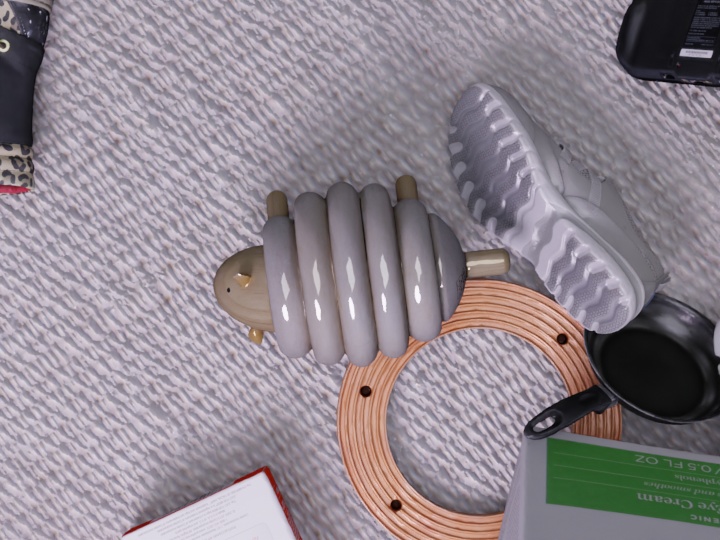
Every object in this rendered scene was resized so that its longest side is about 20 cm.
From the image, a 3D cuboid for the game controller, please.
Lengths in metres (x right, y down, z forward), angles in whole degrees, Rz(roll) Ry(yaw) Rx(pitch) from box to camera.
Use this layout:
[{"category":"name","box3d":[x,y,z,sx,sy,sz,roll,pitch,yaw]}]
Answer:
[{"category":"game controller","box3d":[0.240,-0.172,1.238,0.042,0.200,0.104,10,94,-28]}]

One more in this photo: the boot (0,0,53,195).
[{"category":"boot","box3d":[-0.315,-0.130,1.294,0.203,0.073,0.154,1,84,-3]}]

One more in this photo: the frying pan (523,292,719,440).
[{"category":"frying pan","box3d":[0.188,0.084,1.258,0.115,0.031,0.190,30,46,7]}]

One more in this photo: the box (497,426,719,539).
[{"category":"box","box3d":[0.182,0.236,1.203,0.199,0.171,0.200,9,122,1]}]

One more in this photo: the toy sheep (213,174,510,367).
[{"category":"toy sheep","box3d":[0.000,0.000,1.259,0.200,0.138,0.138,-10,89,3]}]

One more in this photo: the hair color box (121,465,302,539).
[{"category":"hair color box","box3d":[-0.073,0.249,1.294,0.111,0.064,0.200,-24,88,-1]}]

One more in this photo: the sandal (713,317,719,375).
[{"category":"sandal","box3d":[0.296,0.116,1.267,0.050,0.082,0.203,-17,105,42]}]

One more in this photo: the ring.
[{"category":"ring","box3d":[0.083,0.106,1.316,0.200,0.019,0.201,0,90,1]}]

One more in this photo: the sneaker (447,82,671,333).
[{"category":"sneaker","box3d":[0.136,-0.046,1.302,0.200,0.082,0.075,56,134,12]}]
